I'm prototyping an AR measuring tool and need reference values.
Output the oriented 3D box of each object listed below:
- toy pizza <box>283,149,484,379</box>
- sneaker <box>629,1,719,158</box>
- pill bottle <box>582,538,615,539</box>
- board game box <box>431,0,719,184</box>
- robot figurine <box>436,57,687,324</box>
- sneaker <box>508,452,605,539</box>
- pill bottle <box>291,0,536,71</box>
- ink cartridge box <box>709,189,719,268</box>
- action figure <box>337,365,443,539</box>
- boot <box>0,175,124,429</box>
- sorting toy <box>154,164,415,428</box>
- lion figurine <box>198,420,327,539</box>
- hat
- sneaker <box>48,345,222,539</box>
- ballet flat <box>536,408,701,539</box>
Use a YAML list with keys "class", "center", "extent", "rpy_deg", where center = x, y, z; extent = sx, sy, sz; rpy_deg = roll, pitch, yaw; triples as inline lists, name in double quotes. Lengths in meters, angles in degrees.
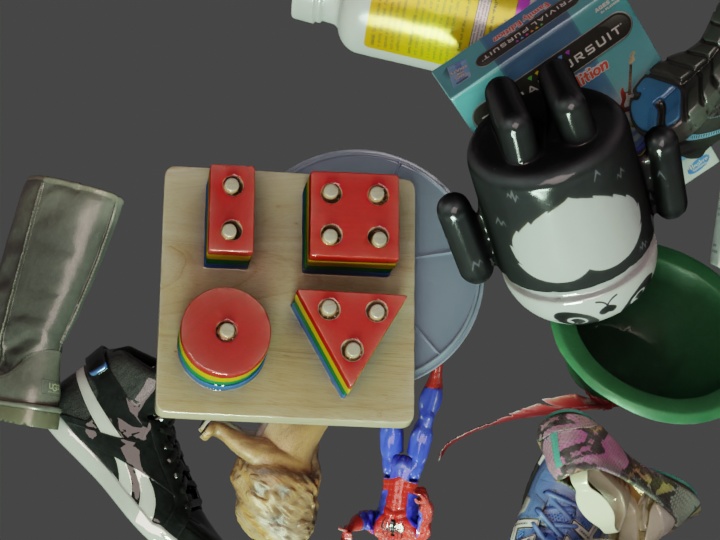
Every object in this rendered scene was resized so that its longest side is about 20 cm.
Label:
- class: "toy pizza"
  center: [0.000, 0.000, 1.631]
  extent: [0.199, 0.032, 0.201]
  rpy_deg: [2, 73, -8]
- class: "sneaker"
  center: [0.292, -0.162, 1.521]
  extent: [0.200, 0.082, 0.073]
  rpy_deg: [-38, 56, 14]
- class: "pill bottle"
  center: [0.204, 0.312, 1.578]
  extent: [0.113, 0.113, 0.200]
  rpy_deg: [-26, 123, 5]
- class: "board game box"
  center: [0.169, -0.118, 1.570]
  extent: [0.151, 0.047, 0.200]
  rpy_deg: [-34, 129, 5]
- class: "robot figurine"
  center: [0.149, -0.053, 1.495]
  extent: [0.150, 0.125, 0.200]
  rpy_deg: [7, 133, 32]
- class: "sneaker"
  center: [0.154, 0.229, 1.630]
  extent: [0.075, 0.077, 0.201]
  rpy_deg: [16, 92, 5]
- class: "pill bottle"
  center: [0.050, -0.212, 1.602]
  extent: [0.199, 0.104, 0.105]
  rpy_deg: [13, 94, 3]
- class: "ink cartridge box"
  center: [0.361, -0.092, 1.594]
  extent: [0.146, 0.083, 0.201]
  rpy_deg: [8, 93, 4]
- class: "action figure"
  center: [0.029, 0.154, 1.627]
  extent: [0.065, 0.099, 0.201]
  rpy_deg: [7, 96, 12]
- class: "boot"
  center: [-0.290, 0.020, 1.656]
  extent: [0.181, 0.073, 0.201]
  rpy_deg: [8, 87, 23]
- class: "sorting toy"
  center: [-0.053, 0.013, 1.565]
  extent: [0.199, 0.070, 0.199]
  rpy_deg: [3, 73, -8]
- class: "lion figurine"
  center: [-0.052, 0.119, 1.642]
  extent: [0.122, 0.072, 0.200]
  rpy_deg: [33, 86, -8]
- class: "hat"
  center: [0.200, 0.088, 1.642]
  extent: [0.200, 0.176, 0.166]
  rpy_deg: [24, 52, 2]
- class: "sneaker"
  center: [-0.159, 0.144, 1.652]
  extent: [0.200, 0.073, 0.112]
  rpy_deg: [45, 97, 3]
- class: "ballet flat"
  center: [0.200, 0.176, 1.577]
  extent: [0.069, 0.200, 0.071]
  rpy_deg: [-18, 53, 32]
